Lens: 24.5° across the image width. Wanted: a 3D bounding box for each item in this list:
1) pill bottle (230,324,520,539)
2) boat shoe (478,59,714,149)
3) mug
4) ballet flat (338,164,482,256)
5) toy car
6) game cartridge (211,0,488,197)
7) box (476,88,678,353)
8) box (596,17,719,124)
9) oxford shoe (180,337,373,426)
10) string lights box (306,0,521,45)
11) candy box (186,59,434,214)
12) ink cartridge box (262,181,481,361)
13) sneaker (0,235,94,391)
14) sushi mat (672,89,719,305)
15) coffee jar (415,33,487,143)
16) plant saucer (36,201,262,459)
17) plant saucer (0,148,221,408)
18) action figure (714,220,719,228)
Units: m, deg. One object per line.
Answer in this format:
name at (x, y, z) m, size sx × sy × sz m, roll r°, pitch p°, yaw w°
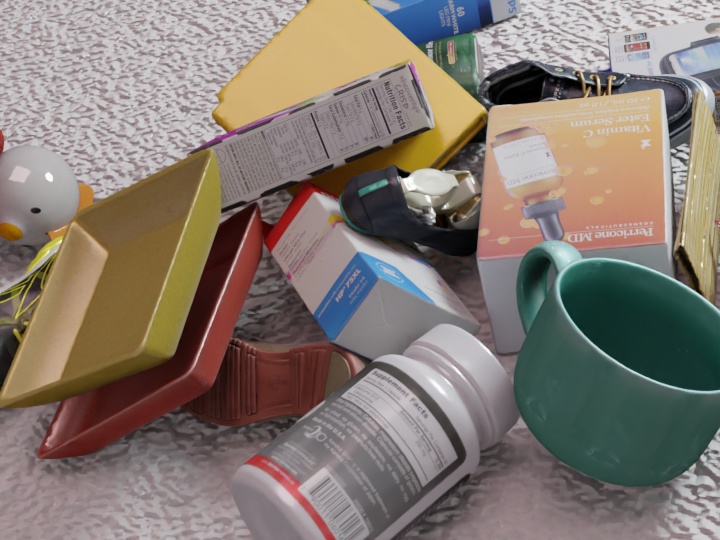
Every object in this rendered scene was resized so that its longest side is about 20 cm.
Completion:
pill bottle at (0.014, 0.134, 1.210) m, size 0.200 × 0.114 × 0.114 m, roll -37°, pitch 45°, yaw -24°
boat shoe at (0.203, -0.145, 1.450) m, size 0.200 × 0.091 × 0.071 m, roll -4°, pitch 69°, yaw 36°
mug at (0.187, 0.073, 1.205) m, size 0.151 × 0.115 × 0.185 m, roll 16°, pitch 31°, yaw -11°
ballet flat at (0.063, -0.053, 1.364) m, size 0.073 × 0.200 × 0.073 m, roll -4°, pitch 83°, yaw 34°
toy car at (-0.340, -0.066, 1.546) m, size 0.199 × 0.185 × 0.177 m, roll 20°, pitch 45°, yaw -3°
game cartridge at (-0.014, -0.142, 1.497) m, size 0.176 × 0.032 × 0.200 m, roll -44°, pitch 70°, yaw -3°
box at (0.181, -0.043, 1.362) m, size 0.152 × 0.107 × 0.200 m, roll -5°, pitch 41°, yaw 12°
box at (0.309, -0.183, 1.532) m, size 0.199 × 0.042 × 0.119 m, roll -6°, pitch 41°, yaw 8°
oxford shoe at (-0.067, 0.092, 1.336) m, size 0.199 × 0.074 × 0.071 m, roll 2°, pitch 86°, yaw 35°
string lights box at (0.053, -0.276, 1.704) m, size 0.199 × 0.059 × 0.103 m, roll -22°, pitch 39°, yaw -7°
candy box at (-0.038, -0.115, 1.401) m, size 0.199 × 0.061 × 0.136 m, roll -21°, pitch 7°, yaw 5°
ink cartridge box at (0.000, 0.000, 1.350) m, size 0.067 × 0.116 × 0.200 m, roll -54°, pitch 37°, yaw 14°
sneaker at (-0.273, 0.033, 1.432) m, size 0.084 × 0.075 × 0.200 m, roll -9°, pitch 36°, yaw 40°
sushi mat at (0.280, -0.053, 1.350) m, size 0.012 × 0.096 × 0.200 m, roll -10°, pitch 39°, yaw 25°
coffee jar at (0.020, -0.158, 1.561) m, size 0.199 × 0.086 × 0.105 m, roll -10°, pitch 41°, yaw 8°
plant saucer at (-0.162, 0.058, 1.356) m, size 0.199 × 0.037 × 0.200 m, roll -29°, pitch 30°, yaw 36°
plant saucer at (-0.191, 0.018, 1.333) m, size 0.200 × 0.048 × 0.201 m, roll -21°, pitch 42°, yaw 43°
action figure at (0.341, 0.016, 1.279) m, size 0.200 × 0.134 × 0.149 m, roll 34°, pitch 102°, yaw 56°
